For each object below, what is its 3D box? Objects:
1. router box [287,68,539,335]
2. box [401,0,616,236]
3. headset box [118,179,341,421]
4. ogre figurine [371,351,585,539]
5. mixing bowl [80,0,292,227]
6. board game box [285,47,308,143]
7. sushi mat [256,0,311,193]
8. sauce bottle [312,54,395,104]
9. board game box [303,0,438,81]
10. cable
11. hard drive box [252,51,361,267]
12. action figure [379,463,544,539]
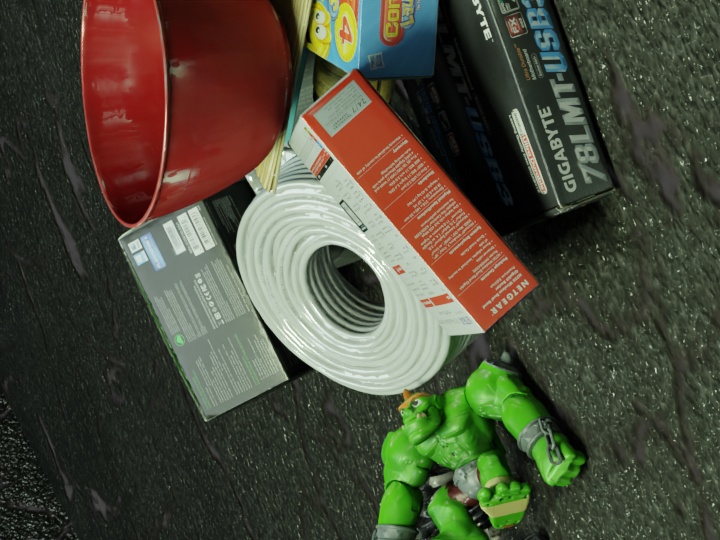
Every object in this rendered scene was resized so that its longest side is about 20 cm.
[{"bbox_3d":[0.030,-0.040,1.551,0.180,0.049,0.200,50,175,-2],"label":"router box"},{"bbox_3d":[0.084,-0.125,1.562,0.198,0.049,0.201,161,89,-74],"label":"box"},{"bbox_3d":[-0.092,0.015,2.012,0.175,0.092,0.200,64,-155,1],"label":"headset box"},{"bbox_3d":[0.075,0.147,1.756,0.200,0.097,0.121,-57,39,46],"label":"ogre figurine"},{"bbox_3d":[-0.113,-0.132,1.584,0.200,0.108,0.202,176,90,-68],"label":"mixing bowl"},{"bbox_3d":[-0.068,-0.213,1.758,0.151,0.047,0.201,-126,46,-70],"label":"board game box"},{"bbox_3d":[-0.060,-0.159,1.609,0.096,0.012,0.201,-118,31,-46],"label":"sushi mat"},{"bbox_3d":[0.004,-0.194,1.703,0.065,0.064,0.201,57,151,36],"label":"sauce bottle"},{"bbox_3d":[-0.009,-0.246,1.560,0.196,0.055,0.202,-143,52,-61],"label":"board game box"},{"bbox_3d":[0.000,0.000,1.780,0.199,0.069,0.201,-5,117,42],"label":"cable"},{"bbox_3d":[-0.047,-0.111,1.929,0.201,0.076,0.156,67,162,12],"label":"hard drive box"},{"bbox_3d":[0.067,0.208,1.889,0.120,0.102,0.200,70,160,-4],"label":"action figure"}]
